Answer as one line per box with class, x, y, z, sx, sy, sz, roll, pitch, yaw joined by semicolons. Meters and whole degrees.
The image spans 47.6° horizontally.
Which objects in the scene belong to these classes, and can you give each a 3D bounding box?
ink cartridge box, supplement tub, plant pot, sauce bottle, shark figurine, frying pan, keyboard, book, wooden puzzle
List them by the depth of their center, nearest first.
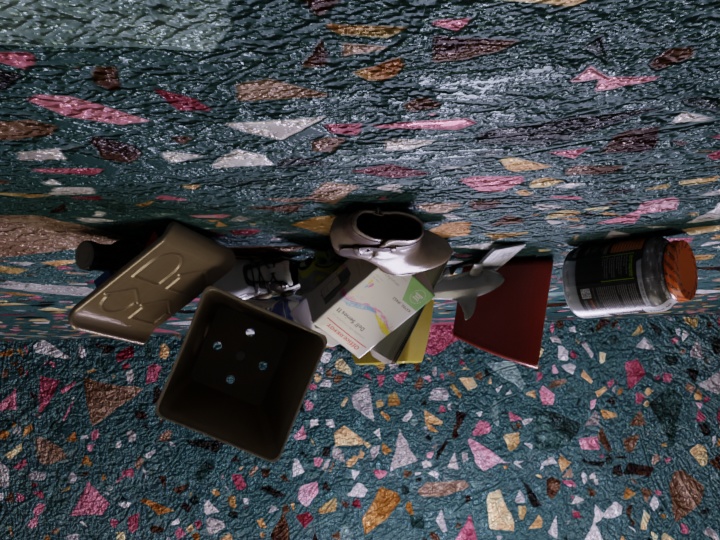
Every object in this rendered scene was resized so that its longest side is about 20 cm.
wooden puzzle;-0.292;0.015;1.152;0.199;0.047;0.185;-41;158;7
sauce bottle;-0.324;-0.011;1.195;0.064;0.066;0.199;-7;173;30
ink cartridge box;0.000;0.052;1.232;0.199;0.068;0.117;-40;126;16
plant pot;-0.185;0.146;1.272;0.196;0.204;0.177;24;180;-10
book;0.081;0.055;1.338;0.047;0.203;0.134;29;172;2
supplement tub;0.449;0.011;1.365;0.197;0.126;0.121;-8;170;43
keyboard;0.240;-0.018;1.446;0.055;0.011;0.200;-5;168;-6
shark figurine;0.163;0.051;1.471;0.210;0.091;0.128;-15;167;6
frying pan;0.140;0.005;1.530;0.186;0.032;0.115;-4;172;-16
plant pot;0.282;0.078;1.624;0.172;0.205;0.200;9;175;13
plant pot;0.064;0.135;1.972;0.196;0.181;0.199;-4;172;21

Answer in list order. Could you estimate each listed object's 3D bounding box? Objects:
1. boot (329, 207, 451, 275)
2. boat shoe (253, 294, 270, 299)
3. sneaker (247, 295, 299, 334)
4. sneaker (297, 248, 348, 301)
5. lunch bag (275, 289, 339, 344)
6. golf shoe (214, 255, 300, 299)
boot;0.052;-0.040;1.078;0.195;0.072;0.146;0;170;-17
boat shoe;-0.209;0.037;1.572;0.197;0.068;0.073;2;171;-34
sneaker;-0.174;0.090;1.470;0.113;0.083;0.199;-5;-176;-17
sneaker;-0.037;-0.002;1.349;0.074;0.078;0.199;-13;-173;26
lunch bag;-0.052;0.087;1.655;0.167;0.130;0.198;-9;-166;-40
golf shoe;-0.166;0.004;1.365;0.198;0.079;0.094;-6;169;-45
